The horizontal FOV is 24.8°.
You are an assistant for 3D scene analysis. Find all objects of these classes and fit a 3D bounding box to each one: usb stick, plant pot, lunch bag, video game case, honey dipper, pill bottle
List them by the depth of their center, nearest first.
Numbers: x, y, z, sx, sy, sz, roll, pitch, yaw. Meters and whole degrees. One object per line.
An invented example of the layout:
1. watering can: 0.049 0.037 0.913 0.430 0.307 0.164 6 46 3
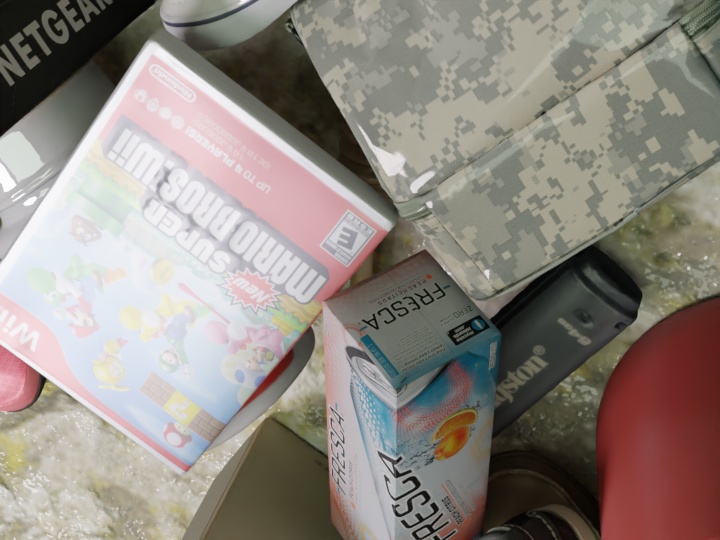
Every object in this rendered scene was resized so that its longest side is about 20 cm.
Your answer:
1. lunch bag: 0.083 -0.114 0.753 0.199 0.140 0.168 -32 110 29
2. video game case: -0.092 -0.002 0.805 0.143 0.017 0.200 36 122 -7
3. plant pot: 0.209 0.141 0.841 0.198 0.178 0.202 7 120 11
4. pill bottle: -0.124 -0.006 0.890 0.113 0.114 0.201 -28 108 27
5. honey dipper: 0.000 0.000 0.904 0.038 0.038 0.202 12 123 9
6. usb stick: 0.074 0.061 0.919 0.055 0.033 0.200 41 121 -8

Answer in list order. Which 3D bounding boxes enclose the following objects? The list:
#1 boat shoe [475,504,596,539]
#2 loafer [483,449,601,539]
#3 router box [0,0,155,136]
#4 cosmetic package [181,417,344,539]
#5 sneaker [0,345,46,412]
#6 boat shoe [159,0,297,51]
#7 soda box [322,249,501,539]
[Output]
1. boat shoe: 0.053 0.211 0.894 0.072 0.067 0.201 42 119 25
2. loafer: 0.125 0.191 0.921 0.076 0.067 0.201 -35 79 10
3. router box: -0.204 -0.090 0.813 0.148 0.200 0.051 -25 108 26
4. cosmetic package: -0.060 0.187 0.929 0.103 0.200 0.073 36 121 -7
5. sneaker: -0.248 0.007 0.948 0.073 0.087 0.202 -8 116 21
6. boat shoe: -0.034 -0.166 0.740 0.199 0.072 0.066 -21 135 42
7. soda box: 0.024 0.086 0.843 0.068 0.063 0.201 49 155 34
